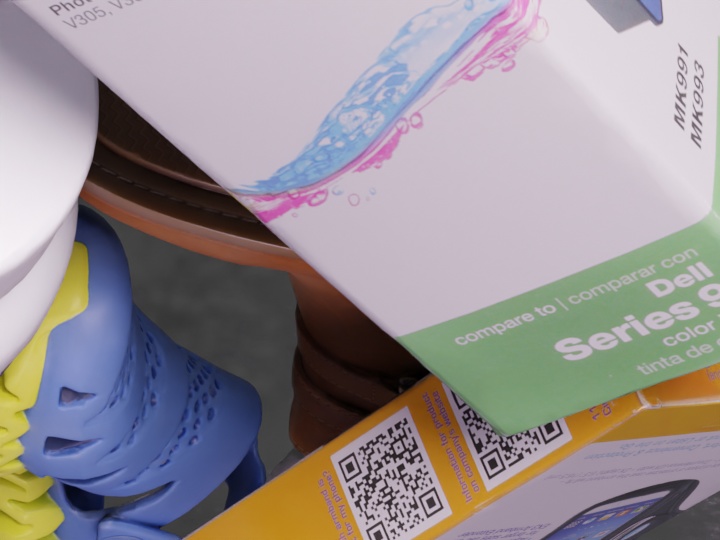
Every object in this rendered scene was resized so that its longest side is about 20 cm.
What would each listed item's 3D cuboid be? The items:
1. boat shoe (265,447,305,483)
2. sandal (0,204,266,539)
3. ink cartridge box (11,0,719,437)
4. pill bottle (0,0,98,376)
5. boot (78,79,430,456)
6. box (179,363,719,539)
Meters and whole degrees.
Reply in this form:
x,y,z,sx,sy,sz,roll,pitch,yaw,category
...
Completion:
x,y,z,sx,sy,sz,roll,pitch,yaw,category
0.023,0.107,0.879,0.075,0.068,0.200,-12,137,18,boat shoe
-0.069,0.036,0.786,0.087,0.080,0.200,3,160,-3,sandal
0.010,-0.082,0.564,0.087,0.145,0.200,-22,135,31,ink cartridge box
-0.129,-0.007,0.634,0.113,0.113,0.200,17,157,-15,pill bottle
0.000,0.000,0.737,0.200,0.077,0.155,1,152,-19,boot
0.027,0.062,0.714,0.200,0.041,0.119,-33,160,34,box
